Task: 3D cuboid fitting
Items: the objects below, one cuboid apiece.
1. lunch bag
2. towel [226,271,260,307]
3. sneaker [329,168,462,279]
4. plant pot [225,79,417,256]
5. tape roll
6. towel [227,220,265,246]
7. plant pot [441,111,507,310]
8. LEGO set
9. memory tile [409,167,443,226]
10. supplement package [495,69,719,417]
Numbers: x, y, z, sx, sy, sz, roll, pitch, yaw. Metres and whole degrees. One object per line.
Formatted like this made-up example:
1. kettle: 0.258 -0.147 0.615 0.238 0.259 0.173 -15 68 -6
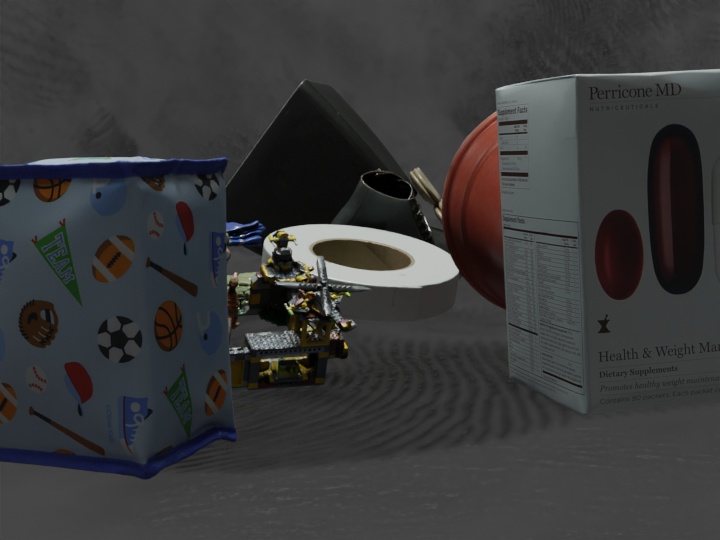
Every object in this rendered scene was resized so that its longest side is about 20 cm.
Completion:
1. lunch bag: -0.175 0.020 0.769 0.197 0.173 0.123 -1 3 26
2. towel: -0.069 0.021 1.406 0.197 0.037 0.148 0 5 30
3. sneaker: 0.062 -0.045 1.479 0.198 0.107 0.075 5 40 -37
4. plant pot: -0.042 -0.091 1.593 0.177 0.201 0.200 37 9 2
5. tape roll: 0.000 0.000 1.320 0.200 0.038 0.203 8 17 -2
6. towel: -0.204 -0.036 1.275 0.197 0.024 0.144 -2 5 -26
7. plant pot: 0.178 -0.033 1.112 0.197 0.204 0.195 -4 14 -4
8. LEGO set: -0.100 0.007 0.938 0.197 0.117 0.154 2 30 -13
9. memory tile: 0.110 -0.063 1.680 0.017 0.154 0.200 -37 1 5
10. supplement package: 0.201 -0.026 0.867 0.188 0.203 0.147 -5 5 -13
